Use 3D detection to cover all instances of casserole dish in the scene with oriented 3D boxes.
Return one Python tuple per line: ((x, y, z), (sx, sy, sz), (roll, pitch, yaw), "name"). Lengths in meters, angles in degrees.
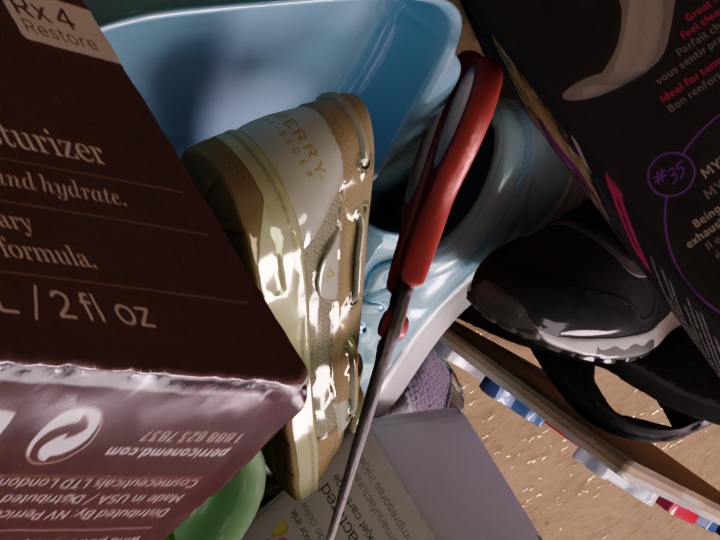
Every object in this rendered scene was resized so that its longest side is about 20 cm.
((-0.054, -0.062, 0.726), (0.200, 0.039, 0.121), (-9, 145, -36), "casserole dish")

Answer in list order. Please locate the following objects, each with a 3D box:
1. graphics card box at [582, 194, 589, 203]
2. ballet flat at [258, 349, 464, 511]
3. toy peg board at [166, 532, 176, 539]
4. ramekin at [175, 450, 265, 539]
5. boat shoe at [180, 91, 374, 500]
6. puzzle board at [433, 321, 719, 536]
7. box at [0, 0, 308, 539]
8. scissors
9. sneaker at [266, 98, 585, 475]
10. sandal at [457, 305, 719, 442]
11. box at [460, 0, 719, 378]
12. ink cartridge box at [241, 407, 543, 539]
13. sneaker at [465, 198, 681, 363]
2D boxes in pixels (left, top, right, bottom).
((0.146, -0.036, 0.964), (0.125, 0.051, 0.200), (-21, 150, -18), "graphics card box")
((-0.050, 0.084, 0.959), (0.200, 0.072, 0.072), (-30, 153, -4), "ballet flat")
((-0.136, 0.133, 0.715), (0.199, 0.098, 0.200), (-10, 148, -7), "toy peg board")
((-0.146, 0.081, 0.801), (0.200, 0.098, 0.200), (-25, 152, -14), "ramekin")
((-0.021, 0.015, 0.774), (0.063, 0.073, 0.201), (-29, 144, -18), "boat shoe")
((0.106, 0.074, 0.962), (0.017, 0.151, 0.200), (-56, 145, 3), "puzzle board")
((-0.155, 0.001, 0.546), (0.164, 0.200, 0.166), (-45, 151, 25), "box")
((0.015, 0.010, 0.770), (0.014, 0.200, 0.073), (19, 174, -11), "scissors")
((0.000, 0.000, 0.859), (0.200, 0.074, 0.082), (-47, 146, 7), "sneaker")
((0.107, 0.036, 0.890), (0.075, 0.200, 0.048), (-15, 116, -36), "sandal")
((0.130, -0.065, 0.733), (0.122, 0.200, 0.106), (-33, 153, 2), "box")
((-0.007, 0.176, 0.902), (0.200, 0.145, 0.084), (-42, 159, 27), "ink cartridge box")
((0.121, -0.025, 0.843), (0.200, 0.076, 0.088), (-12, 124, -45), "sneaker")
